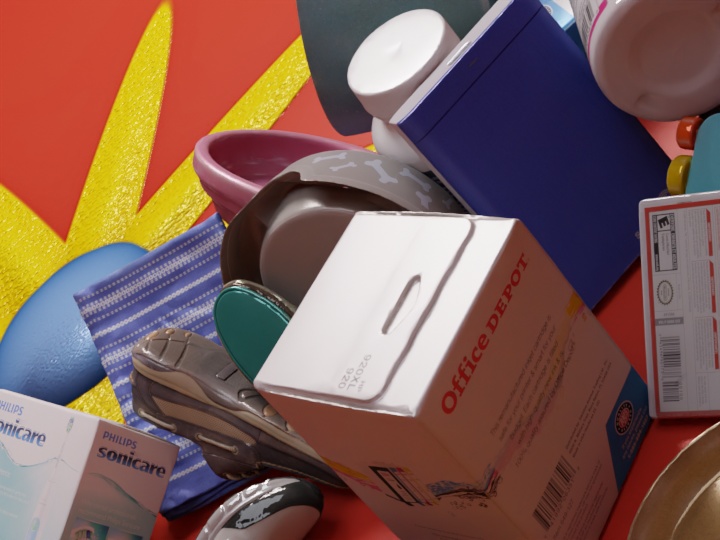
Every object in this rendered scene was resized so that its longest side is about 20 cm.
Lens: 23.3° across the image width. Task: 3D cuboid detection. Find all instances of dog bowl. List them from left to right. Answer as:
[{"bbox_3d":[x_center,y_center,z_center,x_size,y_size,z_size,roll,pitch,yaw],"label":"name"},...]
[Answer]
[{"bbox_3d":[0.000,0.000,1.261,0.199,0.201,0.059,-13,32,33],"label":"dog bowl"}]

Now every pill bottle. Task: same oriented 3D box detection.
[{"bbox_3d":[0.078,-0.092,1.272,0.110,0.200,0.111,-25,39,22],"label":"pill bottle"},{"bbox_3d":[0.202,-0.203,1.223,0.113,0.113,0.201,-29,35,17],"label":"pill bottle"}]

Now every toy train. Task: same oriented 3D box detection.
[{"bbox_3d":[0.283,-0.036,1.125,0.150,0.055,0.201,-35,59,28],"label":"toy train"}]

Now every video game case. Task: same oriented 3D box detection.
[{"bbox_3d":[0.265,0.018,1.077,0.199,0.017,0.144,-6,84,39],"label":"video game case"}]

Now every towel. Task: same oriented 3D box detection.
[{"bbox_3d":[-0.131,0.076,1.346,0.144,0.024,0.201,-28,77,17],"label":"towel"}]

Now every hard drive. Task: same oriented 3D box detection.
[{"bbox_3d":[0.130,-0.079,1.211,0.132,0.200,0.025,-47,22,-9],"label":"hard drive"}]

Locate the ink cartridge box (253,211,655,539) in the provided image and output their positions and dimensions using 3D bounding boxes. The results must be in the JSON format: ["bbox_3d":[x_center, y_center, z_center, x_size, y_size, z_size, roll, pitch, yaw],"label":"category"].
[{"bbox_3d":[0.064,0.079,1.108,0.144,0.200,0.148,4,55,44],"label":"ink cartridge box"}]

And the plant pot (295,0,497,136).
[{"bbox_3d":[0.040,-0.212,1.348,0.134,0.201,0.201,-6,46,14],"label":"plant pot"}]

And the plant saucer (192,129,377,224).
[{"bbox_3d":[-0.038,-0.059,1.391,0.200,0.199,0.051,42,124,54],"label":"plant saucer"}]

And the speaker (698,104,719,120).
[{"bbox_3d":[0.292,-0.180,1.268,0.081,0.081,0.201,-16,44,31],"label":"speaker"}]

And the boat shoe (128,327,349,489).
[{"bbox_3d":[-0.084,0.113,1.289,0.199,0.074,0.074,27,29,19],"label":"boat shoe"}]

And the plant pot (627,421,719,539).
[{"bbox_3d":[0.246,0.161,1.005,0.199,0.028,0.201,-25,39,23],"label":"plant pot"}]

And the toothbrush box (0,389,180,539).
[{"bbox_3d":[-0.238,0.203,1.310,0.146,0.085,0.201,7,77,46],"label":"toothbrush box"}]

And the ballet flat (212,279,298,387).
[{"bbox_3d":[-0.026,0.080,1.248,0.200,0.062,0.068,42,108,21],"label":"ballet flat"}]

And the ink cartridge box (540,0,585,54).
[{"bbox_3d":[0.200,-0.239,1.410,0.200,0.085,0.145,-43,37,1],"label":"ink cartridge box"}]

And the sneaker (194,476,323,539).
[{"bbox_3d":[-0.096,0.229,1.227,0.200,0.074,0.080,-44,50,4],"label":"sneaker"}]
